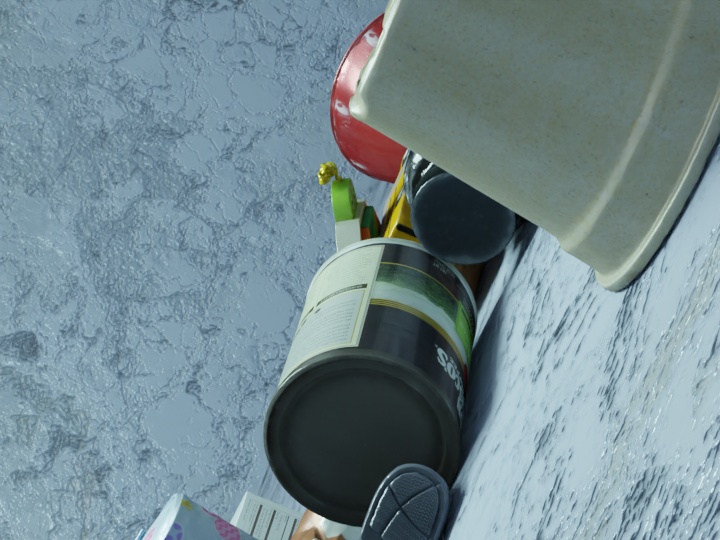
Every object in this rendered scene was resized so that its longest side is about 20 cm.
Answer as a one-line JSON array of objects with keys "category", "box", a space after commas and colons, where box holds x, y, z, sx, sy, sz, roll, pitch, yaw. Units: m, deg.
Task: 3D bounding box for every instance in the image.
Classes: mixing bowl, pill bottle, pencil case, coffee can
[{"category": "mixing bowl", "box": [0.080, -0.156, 1.720, 0.108, 0.199, 0.201, 46, 118, 50]}, {"category": "pill bottle", "box": [0.095, -0.091, 1.463, 0.200, 0.111, 0.112, -73, 7, -58]}, {"category": "pencil case", "box": [-0.074, 0.243, 1.297, 0.083, 0.199, 0.091, -61, 10, -8]}, {"category": "coffee can", "box": [0.012, 0.082, 1.361, 0.200, 0.146, 0.147, -75, 8, -63]}]

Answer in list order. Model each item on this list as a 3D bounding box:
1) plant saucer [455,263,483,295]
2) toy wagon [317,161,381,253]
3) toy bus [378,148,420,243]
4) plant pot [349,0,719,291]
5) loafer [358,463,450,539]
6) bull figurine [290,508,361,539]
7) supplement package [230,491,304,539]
[{"category": "plant saucer", "box": [0.067, 0.048, 1.623, 0.200, 0.037, 0.201, -158, 90, -87]}, {"category": "toy wagon", "box": [0.000, 0.000, 1.555, 0.155, 0.039, 0.201, -78, -22, -69]}, {"category": "toy bus", "box": [0.058, -0.051, 1.571, 0.200, 0.065, 0.079, -80, 13, -67]}, {"category": "plant pot", "box": [0.100, -0.116, 1.001, 0.200, 0.183, 0.201, -157, 90, -86]}, {"category": "loafer", "box": [0.010, 0.232, 1.243, 0.201, 0.072, 0.063, -62, -16, -2]}, {"category": "bull figurine", "box": [-0.017, 0.221, 1.478, 0.201, 0.065, 0.121, -61, 6, -23]}, {"category": "supplement package", "box": [-0.112, 0.353, 1.814, 0.200, 0.110, 0.156, 118, 173, -52]}]
